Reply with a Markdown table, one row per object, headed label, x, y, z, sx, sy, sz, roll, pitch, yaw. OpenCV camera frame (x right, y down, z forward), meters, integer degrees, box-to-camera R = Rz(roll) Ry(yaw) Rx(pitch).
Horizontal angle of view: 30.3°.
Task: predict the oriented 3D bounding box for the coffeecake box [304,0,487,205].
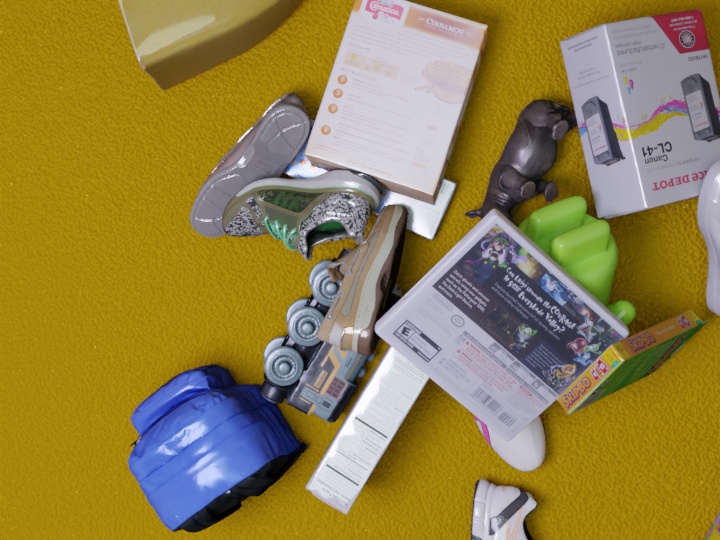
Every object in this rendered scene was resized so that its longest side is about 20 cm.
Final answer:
| label | x | y | z | sx | sy | sz | roll | pitch | yaw |
| --- | --- | --- | --- | --- | --- | --- | --- | --- | --- |
| coffeecake box | 0.042 | -0.196 | 1.501 | 0.152 | 0.073 | 0.202 | 18 | 86 | 6 |

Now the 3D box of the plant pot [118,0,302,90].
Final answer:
| label | x | y | z | sx | sy | sz | roll | pitch | yaw |
| --- | --- | --- | --- | --- | --- | --- | --- | --- | --- |
| plant pot | -0.171 | -0.336 | 1.483 | 0.198 | 0.196 | 0.196 | -19 | 90 | -1 |

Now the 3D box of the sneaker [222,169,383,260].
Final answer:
| label | x | y | z | sx | sy | sz | roll | pitch | yaw |
| --- | --- | --- | --- | --- | --- | --- | --- | --- | --- |
| sneaker | -0.073 | -0.053 | 1.490 | 0.198 | 0.077 | 0.089 | -10 | 54 | 26 |

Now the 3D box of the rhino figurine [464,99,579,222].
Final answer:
| label | x | y | z | sx | sy | sz | roll | pitch | yaw |
| --- | --- | --- | --- | --- | --- | --- | --- | --- | --- |
| rhino figurine | 0.181 | -0.104 | 1.502 | 0.060 | 0.087 | 0.201 | 25 | 99 | -34 |

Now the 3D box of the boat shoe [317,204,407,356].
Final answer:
| label | x | y | z | sx | sy | sz | roll | pitch | yaw |
| --- | --- | --- | --- | --- | --- | --- | --- | --- | --- |
| boat shoe | 0.000 | 0.000 | 1.465 | 0.075 | 0.201 | 0.072 | 10 | 138 | 10 |

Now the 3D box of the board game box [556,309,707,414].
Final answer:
| label | x | y | z | sx | sy | sz | roll | pitch | yaw |
| --- | --- | --- | --- | --- | --- | --- | --- | --- | --- |
| board game box | 0.297 | 0.095 | 1.433 | 0.030 | 0.199 | 0.096 | 54 | 128 | 21 |

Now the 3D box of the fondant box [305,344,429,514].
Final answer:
| label | x | y | z | sx | sy | sz | roll | pitch | yaw |
| --- | --- | --- | --- | --- | --- | --- | --- | --- | --- |
| fondant box | 0.019 | 0.161 | 1.500 | 0.058 | 0.144 | 0.201 | 32 | 96 | 3 |

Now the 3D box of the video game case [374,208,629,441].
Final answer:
| label | x | y | z | sx | sy | sz | roll | pitch | yaw |
| --- | --- | --- | --- | --- | --- | --- | --- | --- | --- |
| video game case | 0.147 | 0.061 | 1.384 | 0.200 | 0.023 | 0.182 | 40 | 111 | -16 |

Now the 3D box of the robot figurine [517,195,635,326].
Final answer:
| label | x | y | z | sx | sy | sz | roll | pitch | yaw |
| --- | --- | --- | --- | --- | --- | --- | --- | --- | --- |
| robot figurine | 0.215 | 0.015 | 1.453 | 0.115 | 0.201 | 0.176 | -22 | 50 | -23 |

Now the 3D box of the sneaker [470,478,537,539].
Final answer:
| label | x | y | z | sx | sy | sz | roll | pitch | yaw |
| --- | --- | --- | --- | --- | --- | --- | --- | --- | --- |
| sneaker | 0.162 | 0.344 | 1.527 | 0.079 | 0.074 | 0.202 | 5 | 94 | 5 |

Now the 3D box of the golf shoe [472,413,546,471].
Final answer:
| label | x | y | z | sx | sy | sz | roll | pitch | yaw |
| --- | --- | --- | --- | --- | --- | --- | --- | --- | --- |
| golf shoe | 0.154 | 0.139 | 1.509 | 0.072 | 0.092 | 0.201 | -24 | 91 | 6 |

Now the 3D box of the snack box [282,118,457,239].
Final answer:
| label | x | y | z | sx | sy | sz | roll | pitch | yaw |
| --- | --- | --- | --- | --- | --- | --- | --- | --- | --- |
| snack box | 0.008 | -0.108 | 1.548 | 0.199 | 0.024 | 0.072 | 25 | 96 | 5 |

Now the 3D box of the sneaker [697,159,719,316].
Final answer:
| label | x | y | z | sx | sy | sz | roll | pitch | yaw |
| --- | --- | --- | --- | --- | --- | --- | --- | --- | --- |
| sneaker | 0.417 | -0.027 | 1.432 | 0.072 | 0.085 | 0.201 | -27 | 124 | -19 |

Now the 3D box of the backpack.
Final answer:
| label | x | y | z | sx | sy | sz | roll | pitch | yaw |
| --- | --- | --- | --- | --- | --- | --- | --- | --- | --- |
| backpack | -0.179 | 0.201 | 1.499 | 0.162 | 0.200 | 0.168 | -40 | 88 | 8 |

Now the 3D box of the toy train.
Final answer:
| label | x | y | z | sx | sy | sz | roll | pitch | yaw |
| --- | --- | --- | --- | --- | --- | --- | --- | --- | --- |
| toy train | -0.034 | 0.077 | 1.539 | 0.113 | 0.085 | 0.201 | 31 | 93 | -9 |

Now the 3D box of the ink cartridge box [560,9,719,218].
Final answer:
| label | x | y | z | sx | sy | sz | roll | pitch | yaw |
| --- | --- | --- | --- | --- | --- | --- | --- | --- | --- |
| ink cartridge box | 0.315 | -0.171 | 1.446 | 0.147 | 0.085 | 0.202 | -14 | 90 | -29 |

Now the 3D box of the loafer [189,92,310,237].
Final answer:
| label | x | y | z | sx | sy | sz | roll | pitch | yaw |
| --- | --- | --- | --- | --- | --- | --- | --- | --- | --- |
| loafer | -0.126 | -0.122 | 1.549 | 0.072 | 0.063 | 0.200 | 33 | 115 | -21 |

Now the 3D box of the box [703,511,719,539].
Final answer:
| label | x | y | z | sx | sy | sz | roll | pitch | yaw |
| --- | --- | --- | --- | --- | --- | --- | --- | --- | --- |
| box | 0.455 | 0.376 | 1.427 | 0.192 | 0.200 | 0.123 | 30 | 96 | 6 |
